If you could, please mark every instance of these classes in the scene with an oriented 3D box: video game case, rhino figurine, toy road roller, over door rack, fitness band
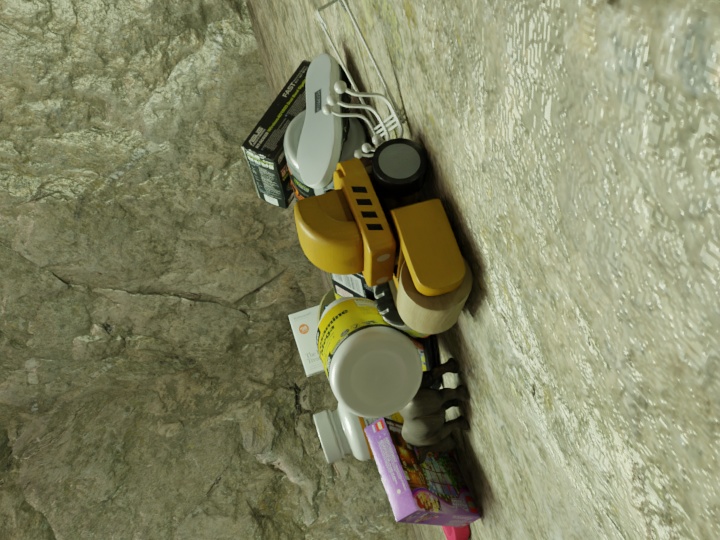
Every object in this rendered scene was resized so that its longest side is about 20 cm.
[{"bbox_3d":[0.034,0.075,0.892,0.200,0.025,0.181,28,142,40],"label":"video game case"},{"bbox_3d":[0.096,0.203,0.796,0.060,0.087,0.200,-114,9,-46],"label":"rhino figurine"},{"bbox_3d":[0.016,-0.024,0.615,0.123,0.146,0.200,87,164,-67],"label":"toy road roller"},{"bbox_3d":[-0.015,-0.232,0.678,0.148,0.066,0.201,-150,43,-79],"label":"over door rack"},{"bbox_3d":[0.163,0.445,1.119,0.200,0.037,0.144,82,166,-59],"label":"fitness band"}]

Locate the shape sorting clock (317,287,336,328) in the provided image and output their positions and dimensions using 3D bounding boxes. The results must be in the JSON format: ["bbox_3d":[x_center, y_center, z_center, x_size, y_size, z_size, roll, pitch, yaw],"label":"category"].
[{"bbox_3d":[0.000,0.117,1.061,0.039,0.200,0.201,-25,80,40],"label":"shape sorting clock"}]

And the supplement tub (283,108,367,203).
[{"bbox_3d":[-0.051,-0.155,0.924,0.200,0.122,0.123,90,161,-69],"label":"supplement tub"}]

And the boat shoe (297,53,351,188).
[{"bbox_3d":[-0.041,-0.201,0.803,0.057,0.068,0.201,21,-115,-47],"label":"boat shoe"}]

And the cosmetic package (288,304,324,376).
[{"bbox_3d":[-0.056,0.150,1.410,0.052,0.199,0.151,100,151,-74],"label":"cosmetic package"}]

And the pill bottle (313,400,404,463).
[{"bbox_3d":[0.029,0.248,0.979,0.111,0.199,0.111,162,90,-83],"label":"pill bottle"}]

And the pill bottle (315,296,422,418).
[{"bbox_3d":[0.001,0.101,0.773,0.200,0.112,0.113,-133,26,-73],"label":"pill bottle"}]

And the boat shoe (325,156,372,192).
[{"bbox_3d":[-0.023,-0.090,0.843,0.070,0.070,0.200,52,139,2],"label":"boat shoe"}]

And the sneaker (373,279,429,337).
[{"bbox_3d":[0.049,0.002,0.747,0.090,0.078,0.200,46,-152,-48],"label":"sneaker"}]

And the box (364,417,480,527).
[{"bbox_3d":[0.095,0.303,0.870,0.200,0.039,0.137,32,-152,-48],"label":"box"}]

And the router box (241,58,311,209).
[{"bbox_3d":[-0.111,-0.226,0.988,0.062,0.200,0.150,24,159,12],"label":"router box"}]
